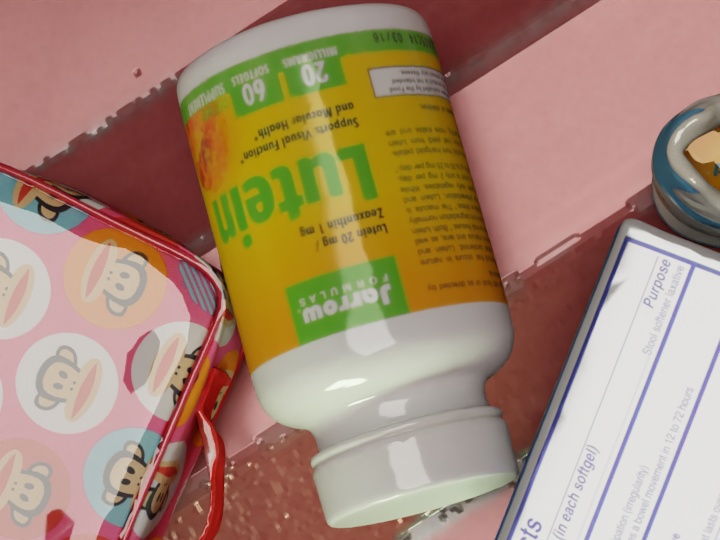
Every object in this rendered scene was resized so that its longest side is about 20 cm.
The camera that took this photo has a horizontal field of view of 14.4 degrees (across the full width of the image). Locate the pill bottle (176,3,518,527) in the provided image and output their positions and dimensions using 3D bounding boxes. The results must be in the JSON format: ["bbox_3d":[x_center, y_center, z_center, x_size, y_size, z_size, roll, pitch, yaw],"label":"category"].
[{"bbox_3d":[0.000,0.000,1.181,0.111,0.111,0.200,-17,79,6],"label":"pill bottle"}]

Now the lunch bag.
[{"bbox_3d":[-0.136,0.067,1.212,0.176,0.082,0.200,25,87,9],"label":"lunch bag"}]

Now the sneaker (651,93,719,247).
[{"bbox_3d":[0.220,-0.038,1.175,0.200,0.081,0.077,-1,82,6],"label":"sneaker"}]

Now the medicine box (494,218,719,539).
[{"bbox_3d":[0.166,0.101,1.156,0.200,0.103,0.182,21,87,10],"label":"medicine box"}]
